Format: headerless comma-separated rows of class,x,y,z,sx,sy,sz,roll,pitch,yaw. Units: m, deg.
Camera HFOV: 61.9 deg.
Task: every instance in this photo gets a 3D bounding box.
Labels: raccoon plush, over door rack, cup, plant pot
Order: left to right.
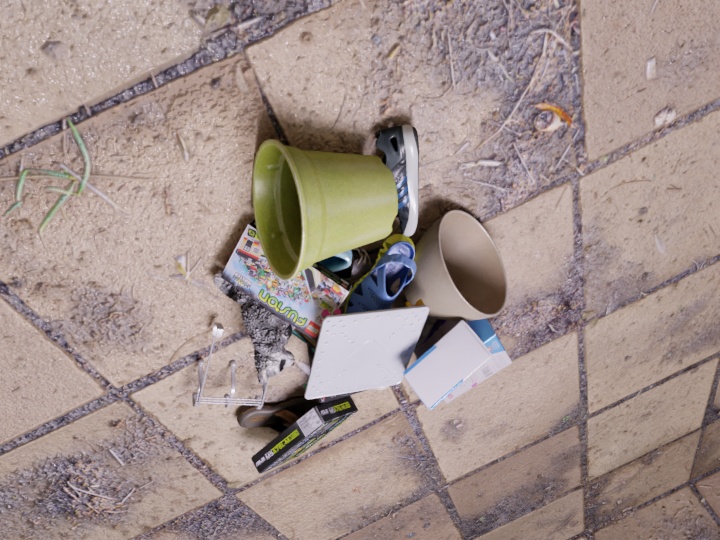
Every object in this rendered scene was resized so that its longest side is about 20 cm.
over door rack,-0.236,0.181,1.169,0.145,0.067,0.203,8,121,-28
raccoon plush,-0.195,0.103,1.072,0.198,0.097,0.135,35,105,4
plant pot,-0.049,-0.102,0.921,0.180,0.202,0.204,-11,135,-29
cup,0.160,0.011,1.119,0.198,0.205,0.142,22,144,-37

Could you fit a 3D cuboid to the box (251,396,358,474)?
box,-0.120,0.362,1.337,0.199,0.048,0.192,-41,165,15

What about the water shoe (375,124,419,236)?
water shoe,0.059,-0.149,1.008,0.077,0.072,0.204,-1,127,3

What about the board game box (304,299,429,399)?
board game box,0.006,0.138,1.050,0.195,0.026,0.203,-5,132,-24

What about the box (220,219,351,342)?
box,-0.124,0.018,1.004,0.198,0.035,0.111,33,109,-2

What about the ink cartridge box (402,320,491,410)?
ink cartridge box,0.163,0.177,1.128,0.146,0.086,0.200,-41,170,1

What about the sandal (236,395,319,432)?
sandal,-0.174,0.327,1.331,0.196,0.055,0.083,1,130,-30

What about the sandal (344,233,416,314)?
sandal,0.036,0.033,1.043,0.078,0.087,0.203,25,98,-18

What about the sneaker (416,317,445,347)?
sneaker,0.146,0.091,1.244,0.199,0.070,0.100,-39,167,-18

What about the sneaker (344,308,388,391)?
sneaker,0.019,0.138,1.142,0.069,0.093,0.205,-14,95,-11

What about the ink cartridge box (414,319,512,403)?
ink cartridge box,0.205,0.179,1.313,0.198,0.126,0.129,-33,135,7

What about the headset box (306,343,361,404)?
headset box,-0.008,0.183,1.260,0.195,0.076,0.151,-14,134,-11

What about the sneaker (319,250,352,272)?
sneaker,-0.107,-0.011,1.038,0.196,0.083,0.075,-21,135,-4

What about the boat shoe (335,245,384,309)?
boat shoe,0.000,0.000,1.100,0.197,0.075,0.074,-33,129,-2

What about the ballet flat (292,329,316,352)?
ballet flat,-0.084,0.124,1.142,0.063,0.199,0.069,-47,-179,-14
